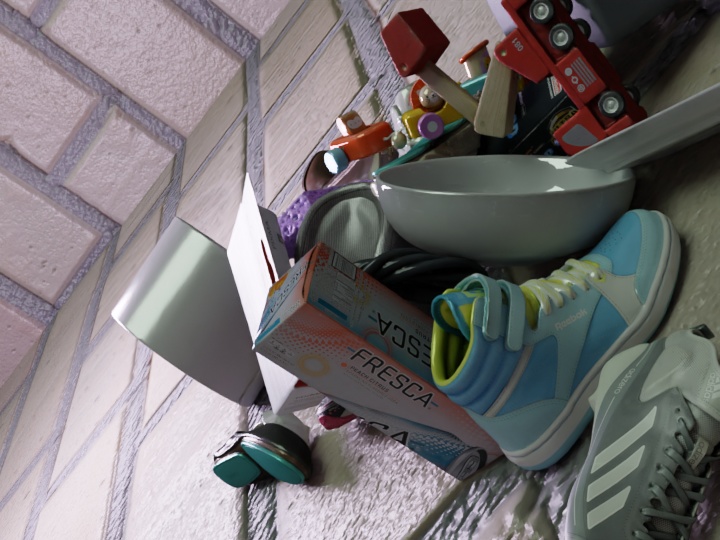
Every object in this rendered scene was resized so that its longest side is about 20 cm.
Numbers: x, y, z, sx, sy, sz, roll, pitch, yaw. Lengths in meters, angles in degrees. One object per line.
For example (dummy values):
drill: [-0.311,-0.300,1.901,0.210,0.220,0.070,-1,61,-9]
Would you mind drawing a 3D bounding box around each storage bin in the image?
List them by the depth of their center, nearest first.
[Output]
storage bin: [0.198,-0.264,0.917,0.134,0.146,0.200,-38,17,-14]

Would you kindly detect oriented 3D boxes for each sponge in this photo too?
sponge: [-0.026,-0.058,1.164,0.199,0.030,0.111,-16,-19,-50]

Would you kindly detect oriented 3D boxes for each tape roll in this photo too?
tape roll: [-0.175,0.048,1.265,0.140,0.202,0.202,-56,20,-4]

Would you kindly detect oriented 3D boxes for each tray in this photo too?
tray: [0.244,-0.109,0.738,0.106,0.022,0.199,-18,-5,-35]

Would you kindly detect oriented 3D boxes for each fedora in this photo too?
fedora: [0.000,0.000,0.965,0.175,0.090,0.202,-5,61,23]

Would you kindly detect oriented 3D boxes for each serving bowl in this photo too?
serving bowl: [0.111,-0.044,0.824,0.200,0.197,0.067,-139,44,-70]

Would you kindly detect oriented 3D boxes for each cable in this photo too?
cable: [0.031,0.047,0.836,0.199,0.162,0.051,-24,48,47]

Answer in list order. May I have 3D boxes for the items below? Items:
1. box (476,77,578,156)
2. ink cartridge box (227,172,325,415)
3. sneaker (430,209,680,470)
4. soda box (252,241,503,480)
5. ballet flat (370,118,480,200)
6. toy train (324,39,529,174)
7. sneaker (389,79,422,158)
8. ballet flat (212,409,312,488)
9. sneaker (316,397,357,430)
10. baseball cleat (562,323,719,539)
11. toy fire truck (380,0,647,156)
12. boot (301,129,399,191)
box: [0.155,-0.151,1.040,0.159,0.046,0.201,-45,22,29]
ink cartridge box: [-0.063,0.024,0.887,0.200,0.056,0.165,130,125,-66]
sneaker: [0.124,0.020,0.714,0.201,0.130,0.079,-57,19,-9]
soda box: [0.023,0.069,0.767,0.068,0.199,0.064,-40,25,37]
ballet flat: [0.068,-0.092,0.976,0.067,0.063,0.200,-21,12,37]
toy train: [0.060,-0.159,0.991,0.199,0.056,0.150,-30,13,-25]
sneaker: [0.062,-0.142,1.142,0.077,0.100,0.201,-19,30,8]
ballet flat: [-0.094,0.176,1.076,0.069,0.068,0.199,-55,18,-27]
sneaker: [-0.004,0.062,1.029,0.080,0.074,0.202,-30,32,50]
baseball cleat: [0.163,0.107,0.573,0.106,0.069,0.201,-38,27,41]
toy fire truck: [0.123,-0.158,0.867,0.141,0.201,0.049,-39,-6,35]
boot: [-0.007,-0.130,1.324,0.200,0.064,0.188,-49,30,46]
